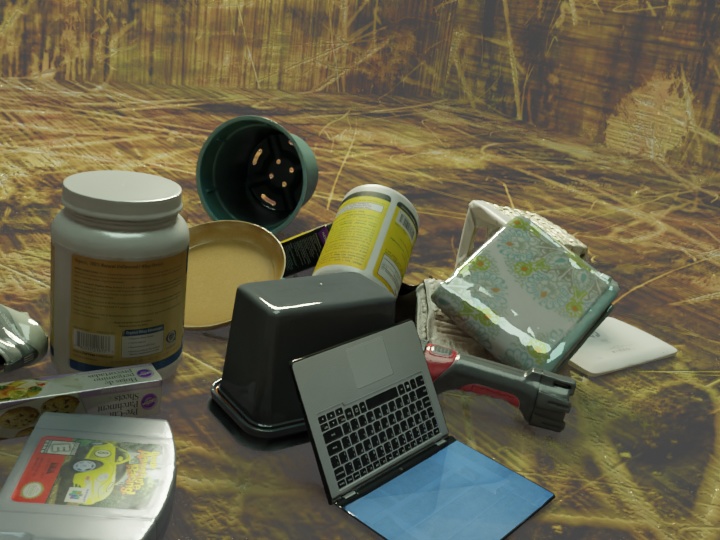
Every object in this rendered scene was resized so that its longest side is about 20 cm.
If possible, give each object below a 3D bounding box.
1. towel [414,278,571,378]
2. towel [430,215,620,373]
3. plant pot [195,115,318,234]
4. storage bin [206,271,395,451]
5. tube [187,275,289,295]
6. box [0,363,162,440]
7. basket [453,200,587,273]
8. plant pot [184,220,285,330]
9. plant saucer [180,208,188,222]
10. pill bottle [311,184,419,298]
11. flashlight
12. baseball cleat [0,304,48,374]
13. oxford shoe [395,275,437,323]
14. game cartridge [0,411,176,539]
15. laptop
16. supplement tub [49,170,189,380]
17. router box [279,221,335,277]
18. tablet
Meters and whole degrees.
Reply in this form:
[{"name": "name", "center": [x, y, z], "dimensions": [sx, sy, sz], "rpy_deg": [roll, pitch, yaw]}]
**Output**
[{"name": "towel", "center": [0.161, 0.079, 1.021], "dimensions": [0.194, 0.035, 0.135], "rpy_deg": [8, 53, -6]}, {"name": "towel", "center": [0.206, 0.033, 1.018], "dimensions": [0.170, 0.049, 0.199], "rpy_deg": [38, 54, 20]}, {"name": "plant pot", "center": [-0.165, -0.170, 1.478], "dimensions": [0.195, 0.206, 0.196], "rpy_deg": [11, 11, 10]}, {"name": "storage bin", "center": [-0.047, 0.086, 0.858], "dimensions": [0.196, 0.138, 0.145], "rpy_deg": [-7, 23, -35]}, {"name": "tube", "center": [-0.184, 0.027, 1.110], "dimensions": [0.194, 0.052, 0.078], "rpy_deg": [7, 23, 8]}, {"name": "box", "center": [-0.288, 0.126, 0.788], "dimensions": [0.196, 0.043, 0.039], "rpy_deg": [-4, 23, -34]}, {"name": "basket", "center": [0.240, -0.011, 1.264], "dimensions": [0.120, 0.139, 0.200], "rpy_deg": [6, 18, -17]}, {"name": "plant pot", "center": [-0.192, 0.009, 1.081], "dimensions": [0.194, 0.028, 0.203], "rpy_deg": [-4, 42, 4]}, {"name": "plant saucer", "center": [-0.395, -0.111, 1.431], "dimensions": [0.195, 0.038, 0.201], "rpy_deg": [7, 19, -2]}, {"name": "pill bottle", "center": [0.000, 0.000, 1.049], "dimensions": [0.110, 0.114, 0.203], "rpy_deg": [12, 54, 12]}, {"name": "flashlight", "center": [0.133, 0.130, 0.925], "dimensions": [0.195, 0.069, 0.068], "rpy_deg": [17, -19, 10]}, {"name": "baseball cleat", "center": [-0.430, 0.057, 0.879], "dimensions": [0.195, 0.072, 0.106], "rpy_deg": [14, 19, 19]}, {"name": "oxford shoe", "center": [0.099, 0.056, 1.086], "dimensions": [0.196, 0.087, 0.072], "rpy_deg": [17, 19, 20]}, {"name": "game cartridge", "center": [-0.218, 0.178, 0.678], "dimensions": [0.130, 0.042, 0.201], "rpy_deg": [9, 19, -10]}, {"name": "laptop", "center": [0.060, 0.148, 0.763], "dimensions": [0.114, 0.205, 0.185], "rpy_deg": [-21, -5, 41]}, {"name": "supplement tub", "center": [-0.256, 0.008, 0.886], "dimensions": [0.141, 0.205, 0.145], "rpy_deg": [7, 19, -2]}, {"name": "router box", "center": [-0.055, -0.040, 1.239], "dimensions": [0.146, 0.052, 0.199], "rpy_deg": [-19, 4, 29]}, {"name": "tablet", "center": [0.336, 0.102, 1.162], "dimensions": [0.196, 0.014, 0.129], "rpy_deg": [-6, 23, -36]}]
